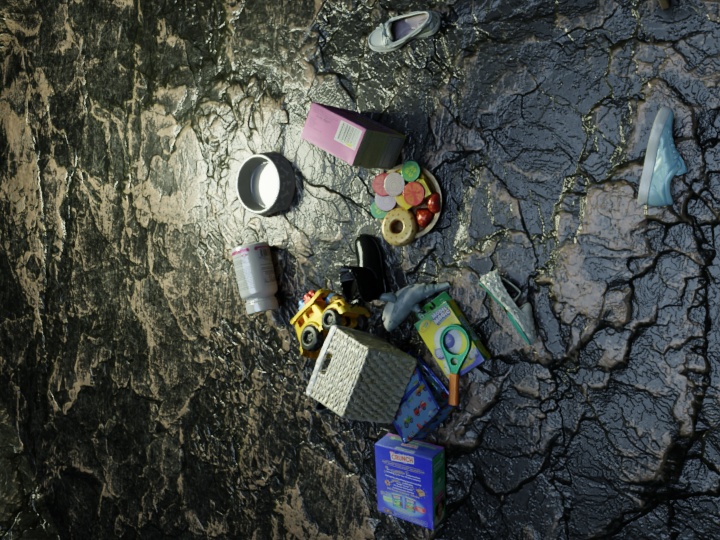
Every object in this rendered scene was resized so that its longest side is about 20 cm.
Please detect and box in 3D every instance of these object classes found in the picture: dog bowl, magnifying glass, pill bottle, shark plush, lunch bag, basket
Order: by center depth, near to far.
[{"bbox_3d":[0.230,0.230,1.491,0.079,0.022,0.201,4,98,32],"label":"magnifying glass"},{"bbox_3d":[0.006,0.269,1.549,0.161,0.200,0.199,24,93,48],"label":"basket"},{"bbox_3d":[0.143,0.081,1.566,0.199,0.091,0.084,-23,66,9],"label":"shark plush"},{"bbox_3d":[0.133,0.319,1.588,0.151,0.094,0.200,-52,55,26],"label":"lunch bag"},{"bbox_3d":[-0.289,-0.256,1.816,0.200,0.059,0.201,4,97,32],"label":"dog bowl"},{"bbox_3d":[-0.311,0.024,1.820,0.113,0.113,0.201,-14,86,33],"label":"pill bottle"}]

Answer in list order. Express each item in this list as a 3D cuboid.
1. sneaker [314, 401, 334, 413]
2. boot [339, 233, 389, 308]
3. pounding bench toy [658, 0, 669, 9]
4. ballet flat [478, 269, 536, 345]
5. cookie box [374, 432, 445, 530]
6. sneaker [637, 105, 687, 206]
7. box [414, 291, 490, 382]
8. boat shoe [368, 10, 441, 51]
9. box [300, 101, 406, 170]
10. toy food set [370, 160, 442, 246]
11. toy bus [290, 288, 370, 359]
[{"bbox_3d":[-0.067,0.324,1.707,0.074,0.081,0.201,30,109,27],"label":"sneaker"},{"bbox_3d":[-0.001,0.000,1.589,0.073,0.162,0.199,-19,84,31],"label":"boot"},{"bbox_3d":[0.626,-0.628,1.155,0.156,0.124,0.201,-2,93,33],"label":"pounding bench toy"},{"bbox_3d":[0.358,0.079,1.425,0.072,0.072,0.200,-45,71,27],"label":"ballet flat"},{"bbox_3d":[0.130,0.545,1.589,0.171,0.075,0.201,6,106,32],"label":"cookie box"},{"bbox_3d":[0.620,-0.227,1.232,0.082,0.074,0.201,11,108,23],"label":"sneaker"},{"bbox_3d":[0.222,0.164,1.529,0.117,0.048,0.200,-41,71,28],"label":"box"},{"bbox_3d":[0.101,-0.605,1.530,0.201,0.065,0.075,-3,92,33],"label":"boat shoe"},{"bbox_3d":[-0.015,-0.338,1.547,0.176,0.200,0.097,33,111,26],"label":"box"},{"bbox_3d":[0.114,-0.177,1.565,0.200,0.049,0.198,-33,78,31],"label":"toy food set"},{"bbox_3d":[-0.097,0.120,1.695,0.200,0.136,0.192,-45,55,25],"label":"toy bus"}]
